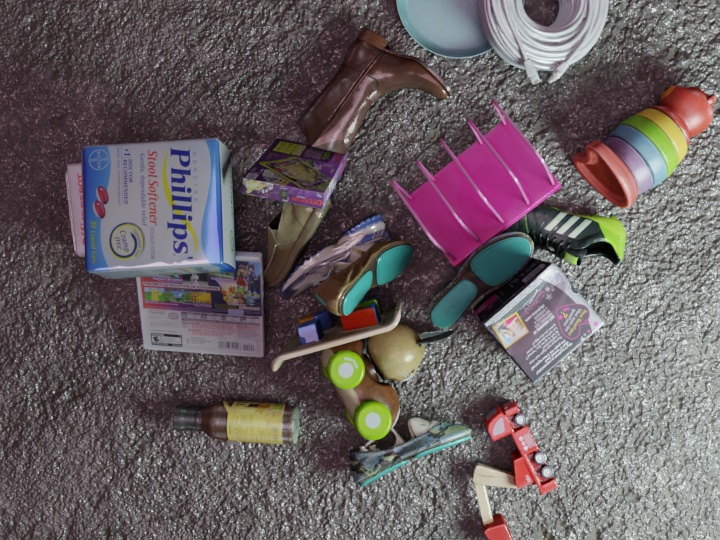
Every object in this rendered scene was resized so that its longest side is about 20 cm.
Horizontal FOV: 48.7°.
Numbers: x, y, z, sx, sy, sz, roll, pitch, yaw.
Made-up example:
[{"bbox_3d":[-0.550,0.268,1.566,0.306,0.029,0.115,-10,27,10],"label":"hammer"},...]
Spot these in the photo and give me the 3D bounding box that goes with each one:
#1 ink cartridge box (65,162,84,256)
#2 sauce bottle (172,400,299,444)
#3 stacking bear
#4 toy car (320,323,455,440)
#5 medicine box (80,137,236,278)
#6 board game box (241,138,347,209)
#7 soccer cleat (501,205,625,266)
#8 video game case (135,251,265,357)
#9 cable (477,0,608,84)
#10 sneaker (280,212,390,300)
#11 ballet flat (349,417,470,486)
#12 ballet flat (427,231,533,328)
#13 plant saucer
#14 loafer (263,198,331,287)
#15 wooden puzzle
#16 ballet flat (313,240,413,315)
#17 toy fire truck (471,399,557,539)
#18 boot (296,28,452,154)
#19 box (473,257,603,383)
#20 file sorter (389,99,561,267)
[{"bbox_3d":[-0.350,-0.103,1.262,0.198,0.083,0.146,-5,92,5],"label":"ink cartridge box"},{"bbox_3d":[-0.199,0.241,1.271,0.198,0.065,0.065,3,92,3],"label":"sauce bottle"},{"bbox_3d":[0.436,-0.197,1.184,0.200,0.121,0.114,-40,86,-2],"label":"stacking bear"},{"bbox_3d":[0.053,0.147,1.209,0.199,0.164,0.159,-29,89,-7],"label":"toy car"},{"bbox_3d":[-0.288,-0.088,1.156,0.198,0.103,0.184,-4,85,3],"label":"medicine box"},{"bbox_3d":[-0.093,-0.148,1.185,0.119,0.200,0.033,8,116,6],"label":"board game box"},{"bbox_3d":[0.304,-0.051,1.210,0.198,0.068,0.082,5,62,4],"label":"soccer cleat"},{"bbox_3d":[-0.250,0.050,1.251,0.198,0.023,0.183,4,118,3],"label":"video game case"},{"bbox_3d":[0.274,-0.400,1.189,0.200,0.069,0.200,-39,102,-7],"label":"cable"},{"bbox_3d":[-0.034,-0.003,1.245,0.199,0.077,0.085,-34,93,6],"label":"sneaker"},{"bbox_3d":[0.072,0.269,1.243,0.199,0.074,0.075,-24,90,2],"label":"ballet flat"},{"bbox_3d":[0.180,0.007,1.219,0.200,0.074,0.074,-41,88,17],"label":"ballet flat"},{"bbox_3d":[0.154,-0.429,1.237,0.198,0.027,0.202,0,92,4],"label":"plant saucer"},{"bbox_3d":[-0.110,-0.054,1.214,0.067,0.076,0.200,35,129,-1],"label":"loafer"},{"bbox_3d":[-0.034,0.081,1.190,0.199,0.185,0.047,-21,94,6],"label":"wooden puzzle"},{"bbox_3d":[0.000,0.000,1.173,0.072,0.200,0.068,23,131,26],"label":"ballet flat"},{"bbox_3d":[0.227,0.319,1.245,0.140,0.049,0.201,-27,89,6],"label":"toy fire truck"},{"bbox_3d":[0.018,-0.248,1.232,0.186,0.064,0.201,35,89,17],"label":"boot"},{"bbox_3d":[0.254,0.066,1.158,0.132,0.200,0.115,-41,90,5],"label":"box"},{"bbox_3d":[0.165,-0.130,1.169,0.200,0.125,0.139,-38,67,10],"label":"file sorter"}]
